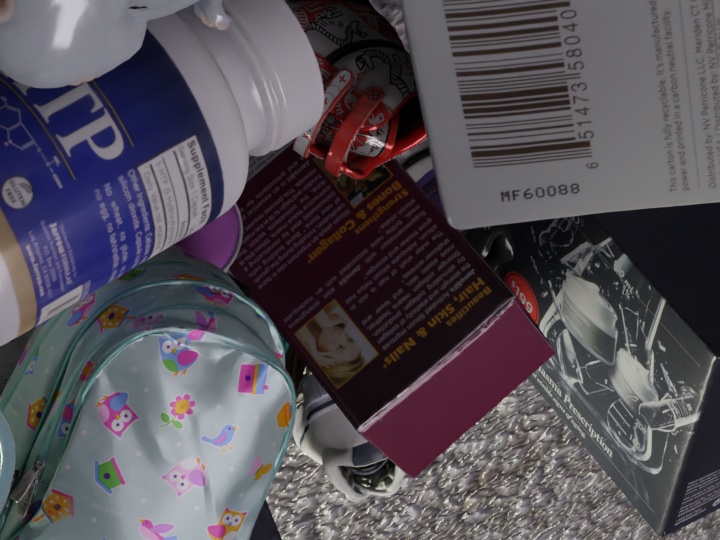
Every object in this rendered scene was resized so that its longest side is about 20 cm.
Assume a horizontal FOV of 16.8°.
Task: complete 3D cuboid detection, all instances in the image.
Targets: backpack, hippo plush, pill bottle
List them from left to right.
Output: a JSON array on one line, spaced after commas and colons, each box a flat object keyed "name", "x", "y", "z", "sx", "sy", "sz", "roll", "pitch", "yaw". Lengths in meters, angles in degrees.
[{"name": "hippo plush", "x": -0.116, "y": -0.152, "z": 1.070, "sx": 0.200, "sy": 0.161, "sz": 0.159, "roll": -37, "pitch": 148, "yaw": -4}, {"name": "pill bottle", "x": -0.122, "y": -0.061, "z": 1.149, "sx": 0.200, "sy": 0.120, "sz": 0.120, "roll": -32, "pitch": 149, "yaw": -24}, {"name": "backpack", "x": -0.110, "y": 0.090, "z": 1.230, "sx": 0.166, "sy": 0.127, "sz": 0.201, "roll": 14, "pitch": 106, "yaw": -30}]

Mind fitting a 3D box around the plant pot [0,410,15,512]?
[{"name": "plant pot", "x": -0.291, "y": 0.056, "z": 1.117, "sx": 0.200, "sy": 0.196, "sz": 0.201, "roll": -26, "pitch": 146, "yaw": -20}]

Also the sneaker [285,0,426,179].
[{"name": "sneaker", "x": -0.047, "y": -0.098, "z": 1.262, "sx": 0.201, "sy": 0.108, "sz": 0.067, "roll": -7, "pitch": 136, "yaw": -41}]

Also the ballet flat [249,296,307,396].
[{"name": "ballet flat", "x": -0.055, "y": 0.049, "z": 1.497, "sx": 0.072, "sy": 0.068, "sz": 0.200, "roll": -31, "pitch": 150, "yaw": -51}]

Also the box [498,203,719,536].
[{"name": "box", "x": 0.185, "y": 0.027, "z": 1.534, "sx": 0.104, "sy": 0.200, "sz": 0.182, "roll": -22, "pitch": 144, "yaw": -26}]

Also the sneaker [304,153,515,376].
[{"name": "sneaker", "x": 0.028, "y": 0.028, "z": 1.519, "sx": 0.076, "sy": 0.088, "sz": 0.200, "roll": -8, "pitch": 137, "yaw": -41}]

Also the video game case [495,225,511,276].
[{"name": "video game case", "x": 0.121, "y": -0.002, "z": 1.643, "sx": 0.199, "sy": 0.022, "sz": 0.183, "roll": -18, "pitch": 142, "yaw": -32}]

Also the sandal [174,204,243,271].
[{"name": "sandal", "x": -0.122, "y": -0.044, "z": 1.248, "sx": 0.202, "sy": 0.050, "sz": 0.083, "roll": 30, "pitch": 67, "yaw": -45}]

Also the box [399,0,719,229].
[{"name": "box", "x": 0.125, "y": -0.155, "z": 1.213, "sx": 0.199, "sy": 0.172, "sz": 0.199, "roll": -6, "pitch": 133, "yaw": 8}]

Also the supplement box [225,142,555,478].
[{"name": "supplement box", "x": 0.000, "y": 0.000, "z": 1.346, "sx": 0.110, "sy": 0.200, "sz": 0.086, "roll": -40, "pitch": 149, "yaw": 1}]

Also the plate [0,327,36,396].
[{"name": "plate", "x": -0.187, "y": 0.022, "z": 1.268, "sx": 0.199, "sy": 0.032, "sz": 0.201, "roll": 4, "pitch": 105, "yaw": -51}]

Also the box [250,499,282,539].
[{"name": "box", "x": -0.167, "y": 0.184, "z": 1.403, "sx": 0.198, "sy": 0.124, "sz": 0.200, "roll": -24, "pitch": -179, "yaw": -25}]

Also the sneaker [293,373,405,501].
[{"name": "sneaker", "x": -0.004, "y": 0.111, "z": 1.520, "sx": 0.073, "sy": 0.071, "sz": 0.200, "roll": -16, "pitch": 166, "yaw": 1}]
